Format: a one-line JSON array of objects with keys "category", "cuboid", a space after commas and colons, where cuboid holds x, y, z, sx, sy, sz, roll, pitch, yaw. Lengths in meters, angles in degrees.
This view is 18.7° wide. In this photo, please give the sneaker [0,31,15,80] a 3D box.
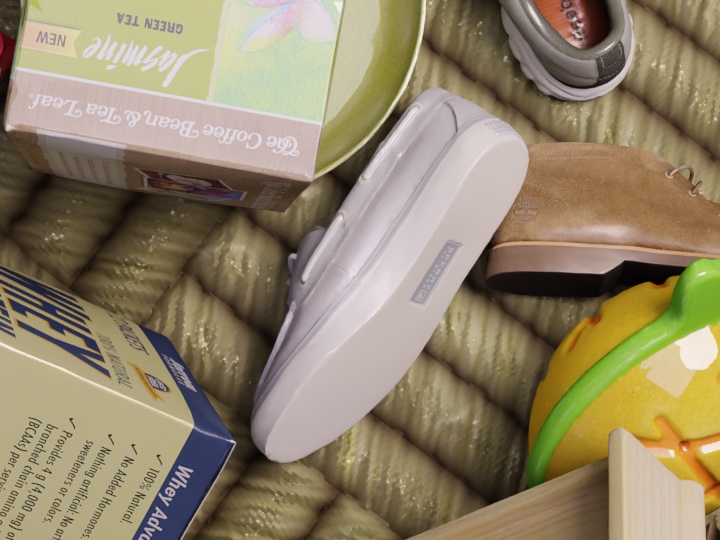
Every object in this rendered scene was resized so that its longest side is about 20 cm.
[{"category": "sneaker", "cuboid": [-0.201, -0.054, 1.050, 0.115, 0.078, 0.200, -30, 92, -4]}]

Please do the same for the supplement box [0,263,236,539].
[{"category": "supplement box", "cuboid": [-0.200, 0.098, 0.967, 0.200, 0.134, 0.200, 26, 99, -24]}]

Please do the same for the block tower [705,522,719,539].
[{"category": "block tower", "cuboid": [0.139, 0.182, 1.043, 0.058, 0.054, 0.200, 45, 108, 0]}]

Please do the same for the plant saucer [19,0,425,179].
[{"category": "plant saucer", "cuboid": [-0.068, -0.134, 1.087, 0.200, 0.031, 0.200, 0, 87, -5]}]

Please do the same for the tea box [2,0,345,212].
[{"category": "tea box", "cuboid": [-0.074, -0.135, 0.971, 0.134, 0.200, 0.197, 9, 86, -5]}]

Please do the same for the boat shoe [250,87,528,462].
[{"category": "boat shoe", "cuboid": [0.000, 0.000, 1.070, 0.069, 0.072, 0.200, 41, 106, 33]}]

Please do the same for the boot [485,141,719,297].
[{"category": "boot", "cuboid": [0.163, -0.025, 1.087, 0.200, 0.074, 0.076, 4, 74, -4]}]

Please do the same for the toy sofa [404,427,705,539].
[{"category": "toy sofa", "cuboid": [0.069, 0.159, 1.013, 0.200, 0.083, 0.098, -27, 129, 30]}]

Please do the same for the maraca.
[{"category": "maraca", "cuboid": [0.155, 0.050, 1.034, 0.137, 0.200, 0.107, -3, 49, -42]}]

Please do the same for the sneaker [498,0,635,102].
[{"category": "sneaker", "cuboid": [0.076, -0.178, 1.078, 0.074, 0.079, 0.200, -34, 89, -4]}]
